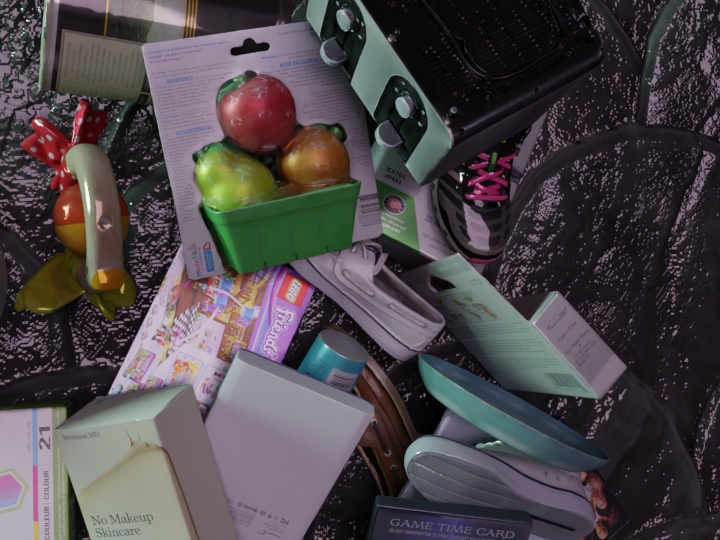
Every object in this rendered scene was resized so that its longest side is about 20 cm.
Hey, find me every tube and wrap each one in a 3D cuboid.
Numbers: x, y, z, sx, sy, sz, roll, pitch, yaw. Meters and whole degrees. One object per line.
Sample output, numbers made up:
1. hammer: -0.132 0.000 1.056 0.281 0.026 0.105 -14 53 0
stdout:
1. tube: -0.060 0.151 0.778 0.077 0.050 0.200 28 106 -4

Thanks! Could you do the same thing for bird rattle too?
1. bird rattle: -0.237 -0.052 0.731 0.113 0.163 0.200 3 93 -31

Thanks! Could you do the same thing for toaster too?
1. toaster: 0.077 -0.193 0.663 0.200 0.119 0.181 -31 84 -22

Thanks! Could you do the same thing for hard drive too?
1. hard drive: -0.090 0.180 0.755 0.132 0.025 0.200 24 111 -10

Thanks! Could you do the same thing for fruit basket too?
1. fruit basket: -0.080 -0.107 0.716 0.185 0.094 0.200 -15 101 -20

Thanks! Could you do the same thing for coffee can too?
1. coffee can: -0.179 -0.220 0.742 0.200 0.146 0.147 4 84 -23

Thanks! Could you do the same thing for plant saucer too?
1. plant saucer: 0.138 0.137 0.778 0.200 0.200 0.027 28 92 -10

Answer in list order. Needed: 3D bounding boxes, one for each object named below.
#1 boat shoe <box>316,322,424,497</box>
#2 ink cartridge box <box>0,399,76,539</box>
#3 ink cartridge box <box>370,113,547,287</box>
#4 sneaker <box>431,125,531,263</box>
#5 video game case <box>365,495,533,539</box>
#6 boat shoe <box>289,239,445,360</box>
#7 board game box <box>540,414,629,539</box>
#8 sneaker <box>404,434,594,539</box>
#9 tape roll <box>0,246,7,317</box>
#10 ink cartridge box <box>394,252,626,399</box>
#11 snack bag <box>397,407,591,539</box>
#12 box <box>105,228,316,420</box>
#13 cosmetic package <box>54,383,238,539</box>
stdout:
1. boat shoe: 0.008 0.147 0.808 0.068 0.072 0.200 -36 93 -15
2. ink cartridge box: -0.355 0.195 0.714 0.200 0.076 0.148 -2 85 -15
3. ink cartridge box: 0.083 -0.103 0.843 0.146 0.083 0.200 25 79 -11
4. sneaker: 0.114 -0.108 0.762 0.074 0.087 0.200 2 84 -14
5. video game case: 0.064 0.300 0.755 0.143 0.019 0.200 9 110 -8
6. boat shoe: 0.000 0.000 0.810 0.200 0.074 0.065 42 115 -10
7. board game box: 0.165 0.264 0.854 0.200 0.035 0.136 -36 94 -14
8. sneaker: 0.125 0.190 0.762 0.200 0.071 0.073 27 122 -20
9. tape roll: -0.412 0.007 0.686 0.202 0.139 0.203 1 85 -13
10. ink cartridge box: 0.131 0.044 0.780 0.176 0.200 0.045 46 76 -6
11. snack bag: 0.112 0.258 0.804 0.188 0.021 0.200 33 81 -15
12. box: -0.144 0.072 0.794 0.137 0.039 0.200 26 79 -10
13. cosmetic package: -0.177 0.208 0.717 0.103 0.073 0.200 -11 103 18
